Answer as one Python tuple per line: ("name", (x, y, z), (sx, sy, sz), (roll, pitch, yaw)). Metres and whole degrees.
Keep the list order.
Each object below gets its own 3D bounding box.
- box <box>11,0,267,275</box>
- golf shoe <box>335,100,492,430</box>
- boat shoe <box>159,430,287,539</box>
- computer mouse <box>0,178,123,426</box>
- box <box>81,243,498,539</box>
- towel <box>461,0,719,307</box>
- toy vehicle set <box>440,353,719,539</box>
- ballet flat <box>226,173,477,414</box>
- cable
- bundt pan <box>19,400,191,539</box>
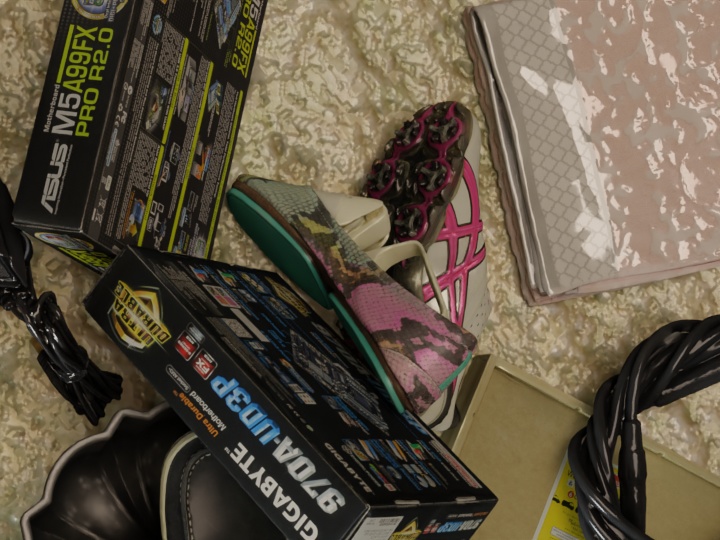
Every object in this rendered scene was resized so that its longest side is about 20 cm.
("box", (-0.116, -0.096, 1.013), (0.044, 0.160, 0.201), (8, 79, 19))
("golf shoe", (0.041, -0.001, 1.108), (0.092, 0.072, 0.201), (25, 74, -43))
("boat shoe", (-0.053, 0.179, 0.967), (0.074, 0.062, 0.201), (-14, 86, -19))
("computer mouse", (-0.191, -0.006, 1.001), (0.046, 0.141, 0.200), (-38, 59, -12))
("box", (-0.035, 0.072, 0.977), (0.200, 0.159, 0.046), (45, 105, 23))
("towel", (0.172, -0.091, 1.180), (0.190, 0.032, 0.201), (-13, 88, -21))
("toy vehicle set", (0.135, 0.152, 1.137), (0.199, 0.026, 0.125), (29, 74, -14))
("ballet flat", (0.000, 0.000, 1.040), (0.071, 0.069, 0.200), (-35, 51, -9))
("cable", (0.216, 0.111, 1.137), (0.163, 0.051, 0.201), (35, 75, -7))
("bundt pan", (-0.101, 0.172, 1.022), (0.201, 0.076, 0.203), (2, 83, -20))
